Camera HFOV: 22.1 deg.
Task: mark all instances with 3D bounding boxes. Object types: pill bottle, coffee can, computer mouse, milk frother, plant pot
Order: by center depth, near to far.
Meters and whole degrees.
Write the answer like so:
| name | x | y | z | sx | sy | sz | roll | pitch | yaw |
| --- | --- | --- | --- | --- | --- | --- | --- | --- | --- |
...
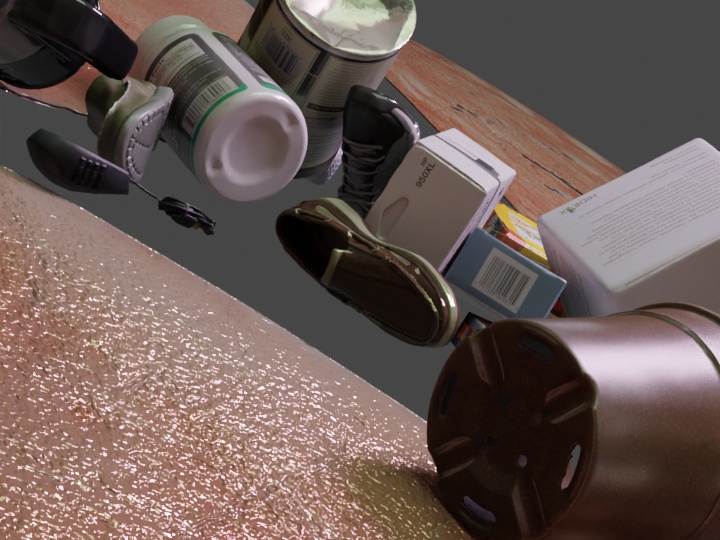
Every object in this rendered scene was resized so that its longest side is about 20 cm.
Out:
| name | x | y | z | sx | sy | sz | roll | pitch | yaw |
| --- | --- | --- | --- | --- | --- | --- | --- | --- | --- |
| plant pot | 0.165 | 0.117 | 1.306 | 0.197 | 0.202 | 0.200 | 6 | 28 | -47 |
| computer mouse | -0.187 | -0.061 | 1.450 | 0.058 | 0.034 | 0.199 | 22 | -4 | 46 |
| milk frother | -0.258 | -0.262 | 1.493 | 0.179 | 0.202 | 0.188 | 8 | -5 | 11 |
| pill bottle | -0.138 | -0.155 | 1.707 | 0.113 | 0.114 | 0.200 | 22 | 17 | -38 |
| coffee can | -0.049 | -0.207 | 1.810 | 0.145 | 0.200 | 0.148 | 14 | 53 | -19 |

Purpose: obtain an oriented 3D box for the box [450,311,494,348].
| name | x | y | z | sx | sy | sz | roll | pitch | yaw |
| --- | --- | --- | --- | --- | --- | --- | --- | --- | --- |
| box | 0.185 | 0.109 | 1.689 | 0.199 | 0.035 | 0.110 | 24 | 16 | -34 |

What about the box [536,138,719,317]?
| name | x | y | z | sx | sy | sz | roll | pitch | yaw |
| --- | --- | --- | --- | --- | --- | --- | --- | --- | --- |
| box | 0.312 | 0.019 | 1.805 | 0.200 | 0.199 | 0.172 | 68 | -7 | -32 |

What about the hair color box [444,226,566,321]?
| name | x | y | z | sx | sy | sz | roll | pitch | yaw |
| --- | --- | --- | --- | --- | --- | --- | --- | --- | --- |
| hair color box | 0.137 | 0.015 | 1.754 | 0.099 | 0.061 | 0.200 | 32 | -2 | 5 |

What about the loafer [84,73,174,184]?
| name | x | y | z | sx | sy | sz | roll | pitch | yaw |
| --- | --- | --- | --- | --- | --- | --- | --- | --- | --- |
| loafer | -0.205 | -0.125 | 1.561 | 0.069 | 0.076 | 0.200 | 19 | 10 | -5 |

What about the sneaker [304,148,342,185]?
| name | x | y | z | sx | sy | sz | roll | pitch | yaw |
| --- | --- | --- | --- | --- | --- | --- | --- | --- | --- |
| sneaker | -0.078 | -0.169 | 1.977 | 0.113 | 0.076 | 0.200 | 31 | 15 | -20 |

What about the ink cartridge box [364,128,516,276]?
| name | x | y | z | sx | sy | sz | roll | pitch | yaw |
| --- | --- | --- | --- | --- | --- | --- | --- | --- | --- |
| ink cartridge box | 0.064 | -0.047 | 1.723 | 0.084 | 0.145 | 0.200 | 34 | 13 | 6 |

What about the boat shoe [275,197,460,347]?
| name | x | y | z | sx | sy | sz | roll | pitch | yaw |
| --- | --- | --- | --- | --- | --- | --- | --- | --- | --- |
| boat shoe | -0.002 | 0.006 | 1.571 | 0.074 | 0.075 | 0.202 | -1 | 28 | -44 |

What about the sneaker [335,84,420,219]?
| name | x | y | z | sx | sy | sz | roll | pitch | yaw |
| --- | --- | --- | --- | --- | --- | --- | --- | --- | --- |
| sneaker | 0.005 | -0.086 | 1.762 | 0.074 | 0.116 | 0.200 | 23 | -18 | 16 |

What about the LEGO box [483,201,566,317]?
| name | x | y | z | sx | sy | sz | roll | pitch | yaw |
| --- | --- | --- | --- | --- | --- | --- | --- | --- | --- |
| LEGO box | 0.205 | 0.016 | 1.979 | 0.199 | 0.078 | 0.149 | 30 | 13 | -15 |
